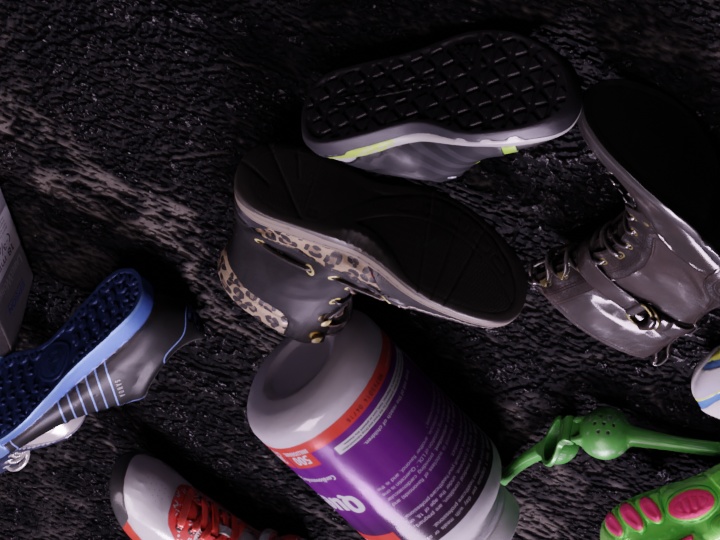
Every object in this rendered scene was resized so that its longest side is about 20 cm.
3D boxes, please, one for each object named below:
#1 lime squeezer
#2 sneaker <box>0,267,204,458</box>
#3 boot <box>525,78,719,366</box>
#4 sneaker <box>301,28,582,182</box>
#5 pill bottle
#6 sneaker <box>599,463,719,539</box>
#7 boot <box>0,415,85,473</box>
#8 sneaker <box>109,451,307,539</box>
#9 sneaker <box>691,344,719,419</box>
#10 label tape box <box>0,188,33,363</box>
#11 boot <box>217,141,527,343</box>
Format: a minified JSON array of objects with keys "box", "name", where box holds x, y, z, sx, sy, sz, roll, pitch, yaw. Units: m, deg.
[{"box":[0.159,0.118,1.814,0.199,0.038,0.070,-11,163,37],"name":"lime squeezer"},{"box":[-0.198,0.079,1.877,0.200,0.070,0.078,-37,134,23],"name":"sneaker"},{"box":[0.160,-0.019,1.604,0.200,0.069,0.174,41,144,-19],"name":"boot"},{"box":[0.057,-0.094,1.582,0.199,0.072,0.083,-1,158,37],"name":"sneaker"},{"box":[0.021,0.126,1.824,0.112,0.113,0.200,-18,127,42],"name":"pill bottle"},{"box":[0.259,0.157,1.777,0.199,0.084,0.077,-13,90,24],"name":"sneaker"},{"box":[-0.270,0.117,2.024,0.199,0.073,0.090,4,148,38],"name":"boot"},{"box":[-0.105,0.204,2.034,0.107,0.068,0.202,-4,139,31],"name":"sneaker"},{"box":[0.289,0.093,1.638,0.199,0.105,0.076,-6,135,34],"name":"sneaker"},{"box":[-0.317,-0.005,1.889,0.143,0.064,0.201,9,143,17],"name":"label tape box"},{"box":[0.000,0.000,1.701,0.199,0.074,0.151,21,154,-5],"name":"boot"}]
